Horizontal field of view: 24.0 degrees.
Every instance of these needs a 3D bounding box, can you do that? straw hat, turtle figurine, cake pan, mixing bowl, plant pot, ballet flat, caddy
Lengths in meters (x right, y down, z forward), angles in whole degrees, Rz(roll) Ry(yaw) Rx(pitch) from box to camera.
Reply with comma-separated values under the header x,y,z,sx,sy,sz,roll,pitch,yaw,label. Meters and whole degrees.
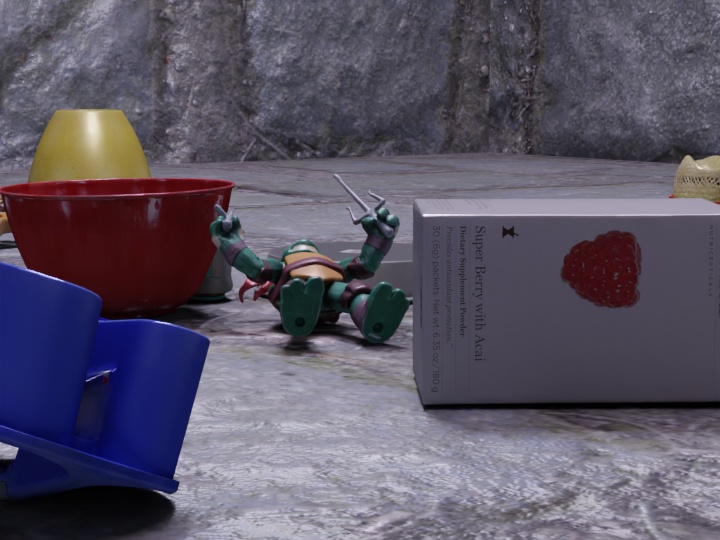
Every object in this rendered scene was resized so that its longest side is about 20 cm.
x,y,z,sx,sy,sz,roll,pitch,yaw,label
0.477,-0.117,2.353,0.200,0.085,0.201,0,7,0,straw hat
-0.036,-0.003,1.343,0.149,0.101,0.200,-12,24,-11,turtle figurine
0.000,0.000,1.576,0.199,0.037,0.200,0,7,0,cake pan
-0.203,-0.019,1.428,0.199,0.109,0.200,-2,7,0,mixing bowl
-0.418,-0.177,2.611,0.199,0.143,0.200,0,7,0,plant pot
-0.157,-0.015,1.585,0.067,0.064,0.200,-2,7,-17,ballet flat
-0.166,0.059,0.820,0.141,0.105,0.200,23,-10,-39,caddy

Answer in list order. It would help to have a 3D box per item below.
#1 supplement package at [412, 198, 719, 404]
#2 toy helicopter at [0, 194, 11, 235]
x,y,z,sx,sy,sz,roll,pitch,yaw,label
0.135,0.016,1.083,0.199,0.122,0.120,-1,6,-1,supplement package
-0.415,-0.050,1.939,0.132,0.079,0.200,9,17,-3,toy helicopter
